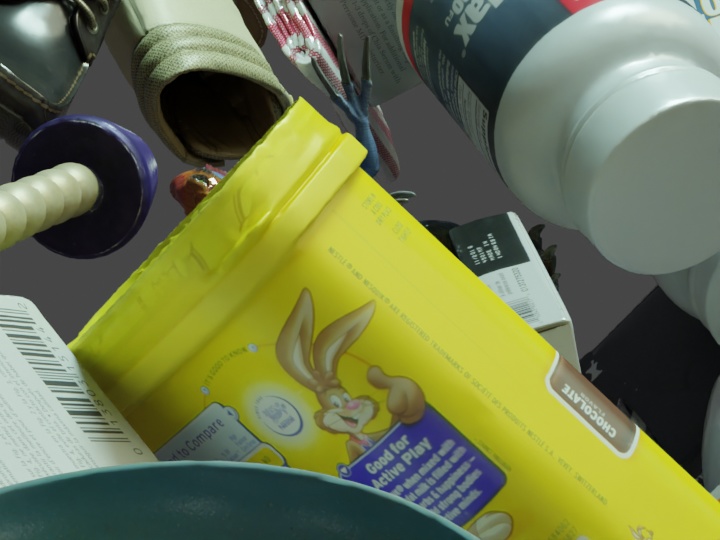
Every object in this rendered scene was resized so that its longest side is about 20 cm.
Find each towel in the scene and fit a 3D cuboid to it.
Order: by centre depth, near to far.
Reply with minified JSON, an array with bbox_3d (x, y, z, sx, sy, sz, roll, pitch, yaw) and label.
[{"bbox_3d":[-0.040,-0.152,1.150,0.200,0.030,0.146,67,9,29],"label":"towel"}]

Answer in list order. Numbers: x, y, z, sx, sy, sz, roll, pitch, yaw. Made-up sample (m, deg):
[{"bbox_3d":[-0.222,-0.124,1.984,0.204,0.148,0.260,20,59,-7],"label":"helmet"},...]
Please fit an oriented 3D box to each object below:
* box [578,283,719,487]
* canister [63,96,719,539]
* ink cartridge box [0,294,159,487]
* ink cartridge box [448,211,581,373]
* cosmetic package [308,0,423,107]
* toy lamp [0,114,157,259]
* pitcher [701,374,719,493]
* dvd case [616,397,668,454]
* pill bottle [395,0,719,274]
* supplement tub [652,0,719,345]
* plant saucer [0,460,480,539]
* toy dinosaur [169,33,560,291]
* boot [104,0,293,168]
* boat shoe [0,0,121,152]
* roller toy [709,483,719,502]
[{"bbox_3d":[0.264,0.063,1.208,0.200,0.197,0.117,30,20,-37],"label":"box"},{"bbox_3d":[0.008,0.060,0.679,0.200,0.149,0.087,43,49,-6],"label":"canister"},{"bbox_3d":[-0.091,0.083,0.548,0.200,0.045,0.176,48,15,22],"label":"ink cartridge box"},{"bbox_3d":[0.080,0.084,0.876,0.095,0.037,0.200,-109,-178,-61],"label":"ink cartridge box"},{"bbox_3d":[0.066,-0.182,1.095,0.101,0.200,0.071,59,9,-32],"label":"cosmetic package"},{"bbox_3d":[-0.120,-0.022,0.753,0.058,0.058,0.200,43,17,4],"label":"toy lamp"},{"bbox_3d":[0.240,0.143,1.017,0.172,0.121,0.200,72,1,-59],"label":"pitcher"},{"bbox_3d":[0.175,0.157,0.998,0.200,0.016,0.149,52,14,0],"label":"dvd case"},{"bbox_3d":[0.105,-0.089,0.988,0.120,0.120,0.200,31,16,-37],"label":"pill bottle"},{"bbox_3d":[0.197,-0.062,1.083,0.145,0.145,0.200,30,25,-37],"label":"supplement tub"},{"bbox_3d":[-0.052,0.107,0.383,0.200,0.200,0.027,-114,-169,-56],"label":"plant saucer"},{"bbox_3d":[0.000,0.000,0.990,0.181,0.200,0.105,3,27,-3],"label":"toy dinosaur"},{"bbox_3d":[-0.080,-0.114,1.080,0.156,0.073,0.200,58,9,26],"label":"boot"},{"bbox_3d":[-0.145,-0.115,0.910,0.074,0.073,0.200,36,16,-23],"label":"boat shoe"},{"bbox_3d":[0.159,0.139,0.756,0.140,0.182,0.200,43,15,5],"label":"roller toy"}]
